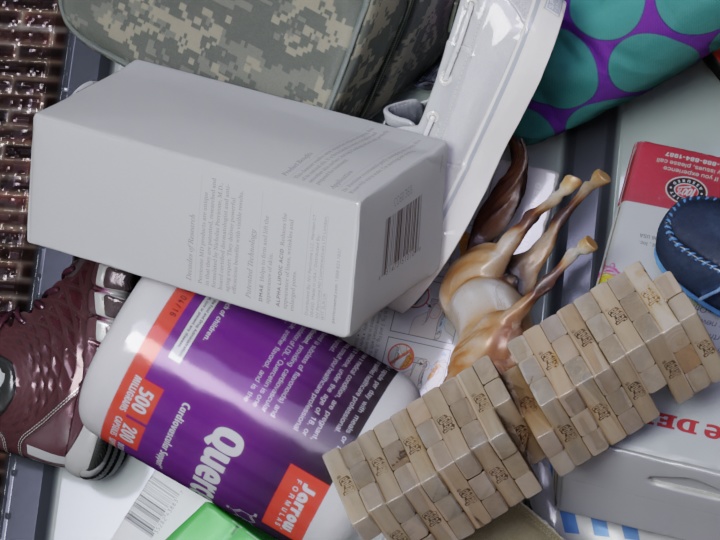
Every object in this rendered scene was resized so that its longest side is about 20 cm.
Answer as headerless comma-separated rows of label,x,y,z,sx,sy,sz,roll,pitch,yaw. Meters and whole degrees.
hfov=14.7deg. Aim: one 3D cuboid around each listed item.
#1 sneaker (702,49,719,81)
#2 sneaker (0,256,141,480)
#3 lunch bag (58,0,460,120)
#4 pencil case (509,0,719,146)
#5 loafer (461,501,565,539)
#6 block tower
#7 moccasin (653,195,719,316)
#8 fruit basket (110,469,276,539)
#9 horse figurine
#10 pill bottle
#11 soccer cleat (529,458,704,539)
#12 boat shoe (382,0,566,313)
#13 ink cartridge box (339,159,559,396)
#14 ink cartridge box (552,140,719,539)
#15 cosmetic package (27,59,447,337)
sneaker,0.253,-0.133,1.580,0.108,0.067,0.202,-35,70,2
sneaker,-0.179,0.015,1.610,0.115,0.076,0.201,8,78,14
lunch bag,-0.046,-0.171,1.592,0.199,0.168,0.140,28,119,17
pencil case,0.141,-0.144,1.545,0.200,0.092,0.085,-29,28,33
loafer,0.101,0.182,1.473,0.076,0.068,0.200,-50,114,-23
block tower,0.083,0.074,1.406,0.199,0.058,0.054,-31,42,3
moccasin,0.251,-0.003,1.437,0.199,0.068,0.081,17,57,11
fruit basket,-0.087,0.236,1.542,0.185,0.094,0.201,33,99,16
horse figurine,0.082,0.012,1.506,0.050,0.200,0.132,36,116,-23
pill bottle,-0.045,0.082,1.514,0.199,0.112,0.113,29,82,5
soccer cleat,0.147,0.154,1.526,0.200,0.070,0.086,40,89,23
boat shoe,0.043,-0.072,1.519,0.068,0.072,0.201,25,118,-3
ink cartridge box,0.000,0.000,1.602,0.199,0.050,0.162,13,78,6
ink cartridge box,0.194,0.044,1.498,0.145,0.083,0.201,13,57,9
cosmetic package,-0.066,-0.042,1.486,0.199,0.113,0.082,15,116,24
